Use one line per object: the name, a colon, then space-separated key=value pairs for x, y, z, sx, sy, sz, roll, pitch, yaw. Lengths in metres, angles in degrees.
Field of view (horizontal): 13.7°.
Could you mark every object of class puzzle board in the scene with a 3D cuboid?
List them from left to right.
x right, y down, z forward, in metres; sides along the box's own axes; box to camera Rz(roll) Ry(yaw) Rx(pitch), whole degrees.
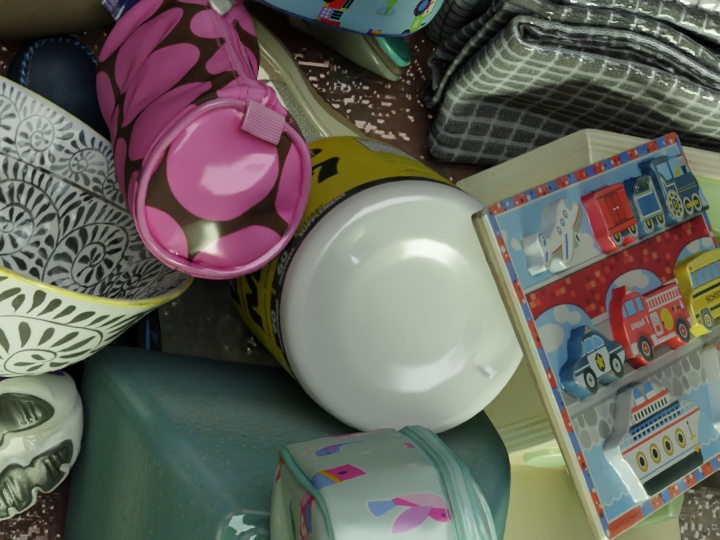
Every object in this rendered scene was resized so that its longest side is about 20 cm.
puzzle board: x=0.128 y=0.024 z=1.350 sx=0.200 sy=0.017 sz=0.151 roll=-22 pitch=91 yaw=-57

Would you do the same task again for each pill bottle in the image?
pill bottle: x=0.000 y=0.000 z=1.384 sx=0.114 sy=0.200 sz=0.115 roll=-3 pitch=101 yaw=-13

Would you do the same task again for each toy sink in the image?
toy sink: x=0.135 y=0.046 z=1.469 sx=0.130 sy=0.112 sz=0.201 roll=9 pitch=70 yaw=-38

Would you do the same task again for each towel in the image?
towel: x=0.136 y=-0.098 z=1.506 sx=0.199 sy=0.166 sz=0.086 roll=10 pitch=76 yaw=-11

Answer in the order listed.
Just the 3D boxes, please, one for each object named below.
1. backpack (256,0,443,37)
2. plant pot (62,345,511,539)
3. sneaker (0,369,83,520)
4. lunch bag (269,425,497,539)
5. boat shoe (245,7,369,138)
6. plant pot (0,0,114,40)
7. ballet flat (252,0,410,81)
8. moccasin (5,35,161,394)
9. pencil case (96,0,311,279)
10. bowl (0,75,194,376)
backpack: x=-0.004 y=-0.222 z=1.438 sx=0.182 sy=0.134 sz=0.201 roll=13 pitch=59 yaw=-36
plant pot: x=-0.028 y=0.151 z=1.345 sx=0.195 sy=0.200 sz=0.197 roll=7 pitch=93 yaw=-12
sneaker: x=-0.223 y=0.097 z=1.411 sx=0.199 sy=0.083 sz=0.081 roll=-21 pitch=114 yaw=-2
lunch bag: x=0.020 y=0.167 z=1.172 sx=0.077 sy=0.160 sz=0.201 roll=-10 pitch=97 yaw=-10
boat shoe: x=-0.060 y=-0.075 z=1.501 sx=0.200 sy=0.072 sz=0.065 roll=45 pitch=69 yaw=-5
plant pot: x=-0.208 y=-0.185 z=1.449 sx=0.199 sy=0.187 sz=0.188 roll=12 pitch=72 yaw=-22
ballet flat: x=-0.046 y=-0.176 z=1.538 sx=0.064 sy=0.067 sz=0.201 roll=-28 pitch=97 yaw=16
moccasin: x=-0.126 y=-0.025 z=1.469 sx=0.080 sy=0.068 sz=0.201 roll=-13 pitch=78 yaw=-17
pencil case: x=-0.072 y=-0.070 z=1.361 sx=0.091 sy=0.200 sz=0.094 roll=37 pitch=101 yaw=-23
bowl: x=-0.182 y=-0.010 z=1.357 sx=0.200 sy=0.201 sz=0.094 roll=29 pitch=112 yaw=-5
